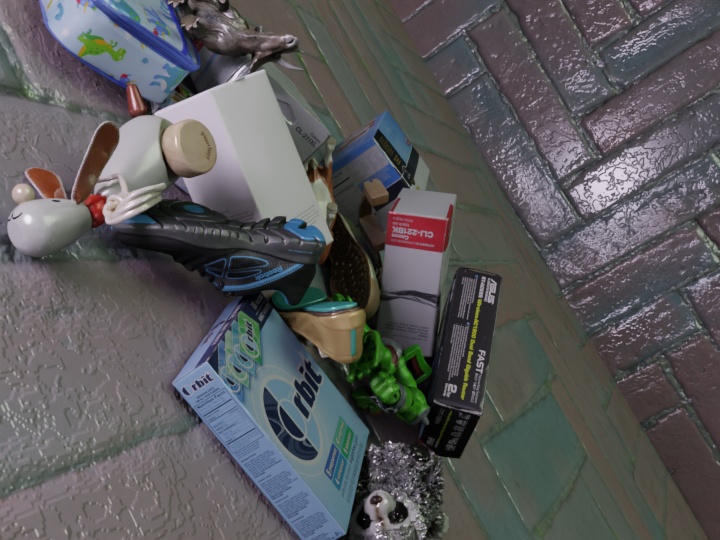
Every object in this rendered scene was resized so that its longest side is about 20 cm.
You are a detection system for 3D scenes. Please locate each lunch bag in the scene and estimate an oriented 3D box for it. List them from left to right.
[{"bbox_3d":[-0.262,-0.282,0.868,0.161,0.082,0.200,30,26,-50],"label":"lunch bag"}]

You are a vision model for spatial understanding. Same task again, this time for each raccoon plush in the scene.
[{"bbox_3d":[0.057,0.268,0.826,0.200,0.097,0.134,45,31,-34],"label":"raccoon plush"}]

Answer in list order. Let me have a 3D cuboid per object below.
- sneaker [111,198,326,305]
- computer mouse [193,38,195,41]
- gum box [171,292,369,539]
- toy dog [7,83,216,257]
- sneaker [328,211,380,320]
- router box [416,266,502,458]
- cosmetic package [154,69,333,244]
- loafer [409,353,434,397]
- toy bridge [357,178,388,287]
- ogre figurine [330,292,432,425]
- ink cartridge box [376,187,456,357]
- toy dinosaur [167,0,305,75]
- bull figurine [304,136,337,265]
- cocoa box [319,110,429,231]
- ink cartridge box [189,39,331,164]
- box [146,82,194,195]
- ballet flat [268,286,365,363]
[{"bbox_3d":[-0.133,-0.013,0.755,0.199,0.082,0.073,10,23,-19],"label":"sneaker"},{"bbox_3d":[-0.186,-0.300,1.193,0.059,0.034,0.200,49,8,30],"label":"computer mouse"},{"bbox_3d":[-0.075,0.133,0.768,0.200,0.044,0.170,54,18,-13],"label":"gum box"},{"bbox_3d":[-0.209,-0.093,0.667,0.097,0.132,0.200,64,17,-13],"label":"toy dog"},{"bbox_3d":[0.000,0.000,1.108,0.090,0.067,0.200,35,23,-43],"label":"sneaker"},{"bbox_3d":[0.126,0.119,1.036,0.150,0.062,0.200,99,4,-56],"label":"router box"},{"bbox_3d":[-0.118,-0.096,0.853,0.108,0.085,0.201,-38,110,-54],"label":"cosmetic package"},{"bbox_3d":[0.113,0.158,1.148,0.068,0.070,0.201,45,23,-30],"label":"loafer"},{"bbox_3d":[0.019,-0.056,1.175,0.200,0.027,0.067,85,-19,-49],"label":"toy bridge"},{"bbox_3d":[0.023,0.112,0.945,0.120,0.098,0.200,47,-16,-32],"label":"ogre figurine"},{"bbox_3d":[0.079,0.000,1.133,0.144,0.083,0.201,-59,155,-69],"label":"ink cartridge box"},{"bbox_3d":[-0.162,-0.269,0.878,0.200,0.077,0.102,33,-10,27],"label":"toy dinosaur"},{"bbox_3d":[-0.064,-0.099,1.063,0.122,0.065,0.201,103,-17,-51],"label":"bull figurine"},{"bbox_3d":[0.018,-0.150,1.292,0.131,0.133,0.200,52,20,-14],"label":"cocoa box"},{"bbox_3d":[-0.136,-0.223,1.027,0.146,0.083,0.200,41,11,-34],"label":"ink cartridge box"},{"bbox_3d":[-0.164,-0.122,0.947,0.200,0.040,0.137,40,25,-42],"label":"box"},{"bbox_3d":[-0.051,0.057,0.848,0.200,0.068,0.063,-166,-113,-69],"label":"ballet flat"}]
